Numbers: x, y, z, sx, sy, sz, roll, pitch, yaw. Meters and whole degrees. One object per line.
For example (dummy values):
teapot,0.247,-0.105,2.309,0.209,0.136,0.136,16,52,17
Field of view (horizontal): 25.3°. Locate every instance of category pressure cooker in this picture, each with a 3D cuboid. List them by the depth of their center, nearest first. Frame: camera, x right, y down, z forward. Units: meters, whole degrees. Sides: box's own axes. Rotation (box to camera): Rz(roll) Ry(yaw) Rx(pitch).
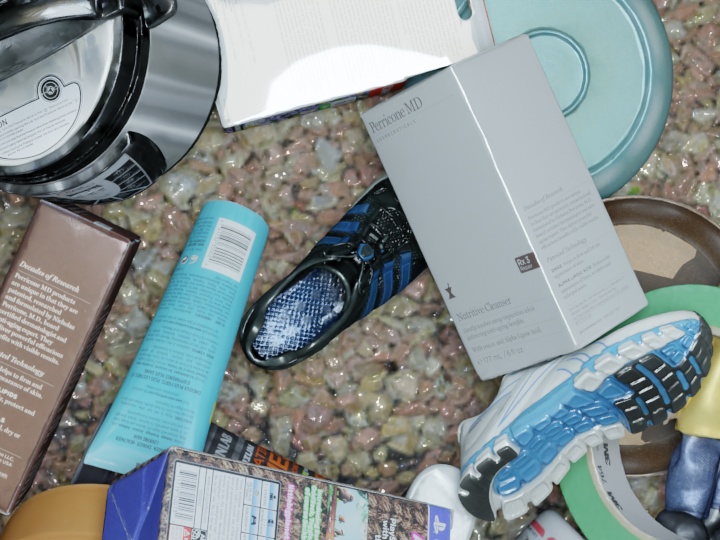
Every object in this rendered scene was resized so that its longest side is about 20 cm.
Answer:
pressure cooker,-0.199,-0.138,1.023,0.177,0.200,0.178,27,97,15

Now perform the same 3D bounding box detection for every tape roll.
tape roll,0.226,0.112,1.070,0.198,0.048,0.203,-6,80,34

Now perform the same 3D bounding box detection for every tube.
tube,-0.116,0.049,1.086,0.076,0.051,0.202,11,63,16

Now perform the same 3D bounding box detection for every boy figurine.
boy figurine,0.267,0.092,1.120,0.123,0.064,0.203,14,94,2

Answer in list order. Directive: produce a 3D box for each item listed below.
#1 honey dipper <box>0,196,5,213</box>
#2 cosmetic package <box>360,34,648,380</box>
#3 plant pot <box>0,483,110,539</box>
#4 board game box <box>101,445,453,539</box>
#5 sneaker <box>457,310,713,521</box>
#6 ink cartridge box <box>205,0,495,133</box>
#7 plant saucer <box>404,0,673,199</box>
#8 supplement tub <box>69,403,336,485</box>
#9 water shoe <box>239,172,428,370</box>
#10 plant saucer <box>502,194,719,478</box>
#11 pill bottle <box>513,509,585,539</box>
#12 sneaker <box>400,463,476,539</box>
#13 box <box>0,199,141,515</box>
honey dipper,-0.340,-0.003,1.121,0.199,0.038,0.038,-33,94,2
cosmetic package,0.095,-0.042,1.071,0.081,0.112,0.202,-28,92,-36
plant pot,-0.169,0.259,1.042,0.197,0.141,0.202,10,130,12
board game box,-0.053,0.212,0.967,0.198,0.097,0.161,17,64,-26
sneaker,0.140,0.077,1.067,0.199,0.087,0.075,-34,123,14
ink cartridge box,-0.014,-0.174,1.123,0.197,0.050,0.110,-14,89,-3
plant saucer,0.131,-0.139,1.150,0.197,0.027,0.203,0,93,-4
supplement tub,-0.099,0.166,1.107,0.198,0.107,0.108,26,90,-5
water shoe,0.000,0.000,1.120,0.200,0.079,0.072,-45,95,-1
plant saucer,0.195,0.047,1.160,0.197,0.032,0.203,0,92,-5
pill bottle,0.101,0.274,1.124,0.200,0.109,0.109,-44,94,-1
sneaker,0.022,0.236,1.113,0.070,0.099,0.202,25,74,3
box,-0.223,0.055,1.097,0.074,0.100,0.202,26,90,-5
